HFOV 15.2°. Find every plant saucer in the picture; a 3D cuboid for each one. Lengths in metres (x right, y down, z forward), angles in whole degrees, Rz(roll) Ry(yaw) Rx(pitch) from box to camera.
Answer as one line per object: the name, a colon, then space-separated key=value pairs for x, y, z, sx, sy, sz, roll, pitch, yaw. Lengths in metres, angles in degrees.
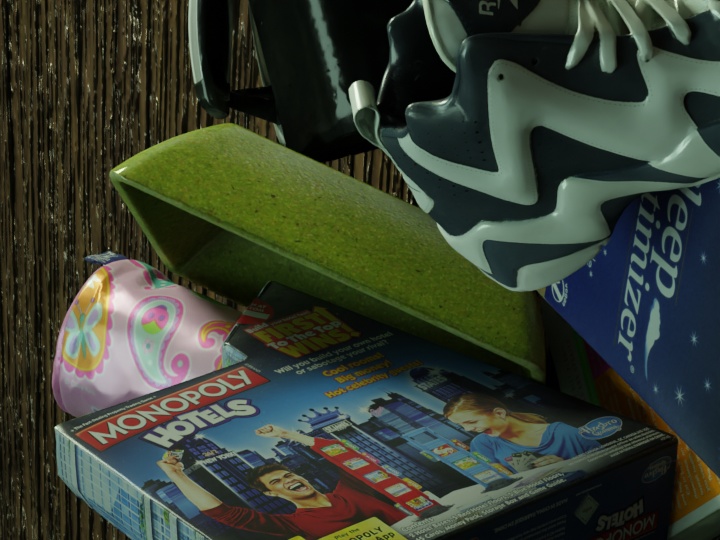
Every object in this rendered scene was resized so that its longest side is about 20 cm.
plant saucer: x=0.000 y=0.000 z=1.186 sx=0.200 sy=0.199 sz=0.048 roll=72 pitch=-137 yaw=-78

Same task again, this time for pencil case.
pencil case: x=-0.049 y=0.058 z=1.252 sx=0.199 sy=0.087 sz=0.088 roll=22 pitch=127 yaw=30

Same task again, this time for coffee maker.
coffee maker: x=0.011 y=-0.159 z=1.174 sx=0.191 sy=0.134 sz=0.201 roll=-15 pitch=91 yaw=42

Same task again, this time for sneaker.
sneaker: x=0.080 y=-0.088 z=0.929 sx=0.199 sy=0.129 sz=0.080 roll=-33 pitch=42 yaw=27

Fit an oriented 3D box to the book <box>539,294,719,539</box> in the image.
book: x=0.138 y=0.027 z=1.067 sx=0.200 sy=0.048 sz=0.134 roll=-47 pitch=58 yaw=61

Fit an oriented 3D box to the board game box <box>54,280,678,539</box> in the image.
board game box: x=-0.014 y=0.079 z=1.075 sx=0.199 sy=0.199 sz=0.062 roll=29 pitch=125 yaw=42

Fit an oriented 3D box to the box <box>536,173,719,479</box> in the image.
box: x=0.127 y=-0.004 z=1.000 sx=0.200 sy=0.032 sz=0.122 roll=-133 pitch=43 yaw=-53
